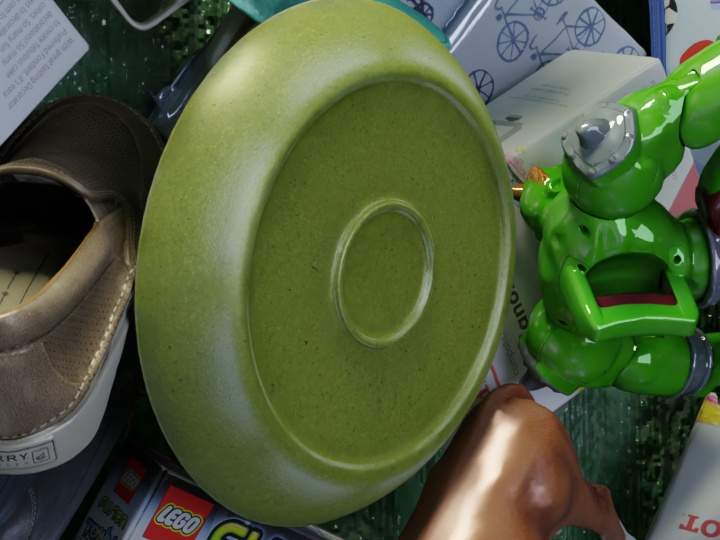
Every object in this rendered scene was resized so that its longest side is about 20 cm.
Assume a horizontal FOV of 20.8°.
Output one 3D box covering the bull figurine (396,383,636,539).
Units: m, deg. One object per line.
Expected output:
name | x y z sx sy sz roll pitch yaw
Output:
bull figurine | 0.038 0.144 0.788 0.201 0.065 0.122 -56 128 -24

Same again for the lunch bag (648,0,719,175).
lunch bag | 0.214 -0.113 1.002 0.199 0.075 0.162 8 77 -55

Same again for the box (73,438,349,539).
box | -0.039 0.157 0.812 0.199 0.035 0.111 29 89 -35

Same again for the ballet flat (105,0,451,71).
ballet flat | -0.058 -0.119 0.794 0.199 0.067 0.071 33 103 -17

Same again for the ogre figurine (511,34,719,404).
ogre figurine | 0.127 -0.016 0.797 0.119 0.200 0.099 -12 64 -20

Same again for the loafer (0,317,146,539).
loafer | -0.114 0.039 0.763 0.201 0.072 0.073 -55 143 -25

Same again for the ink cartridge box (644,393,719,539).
ink cartridge box | 0.258 0.103 0.984 0.201 0.146 0.146 -62 143 -21

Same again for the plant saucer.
plant saucer | 0.000 0.000 0.736 0.199 0.031 0.202 -13 108 -46

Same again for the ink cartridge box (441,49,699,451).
ink cartridge box | 0.059 0.002 0.863 0.199 0.067 0.117 -34 116 -22

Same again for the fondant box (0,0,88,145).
fondant box | -0.210 -0.104 0.686 0.200 0.058 0.145 52 59 -25

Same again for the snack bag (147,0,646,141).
snack bag | 0.024 -0.083 0.878 0.200 0.021 0.189 41 76 -30

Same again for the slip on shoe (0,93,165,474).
slip on shoe | -0.111 -0.015 0.700 0.201 0.075 0.061 -79 168 -53
